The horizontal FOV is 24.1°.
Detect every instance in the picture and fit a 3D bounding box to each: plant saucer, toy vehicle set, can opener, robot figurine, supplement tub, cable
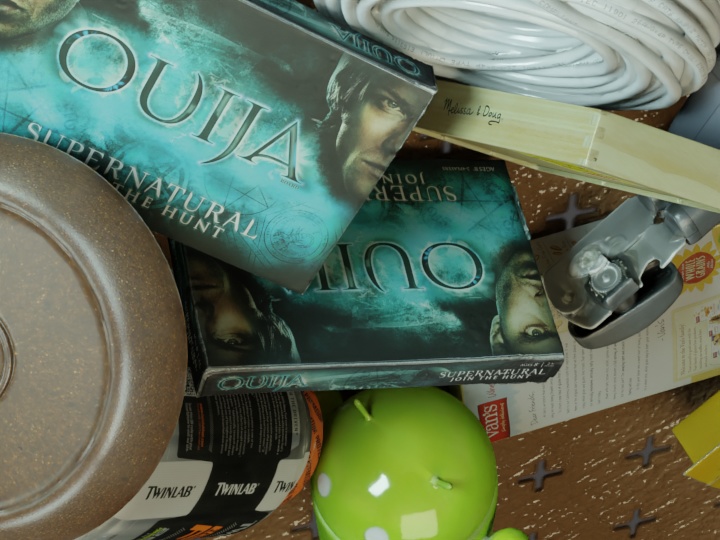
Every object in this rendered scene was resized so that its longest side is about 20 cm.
[{"bbox_3d":[-0.179,0.037,0.777,0.200,0.201,0.034,-37,178,15],"label":"plant saucer"},{"bbox_3d":[0.105,-0.065,0.862,0.124,0.200,0.027,14,94,-32],"label":"toy vehicle set"},{"bbox_3d":[0.195,-0.034,0.997,0.200,0.053,0.067,-41,139,1],"label":"can opener"},{"bbox_3d":[0.028,0.142,1.059,0.116,0.175,0.200,-46,161,-18],"label":"robot figurine"},{"bbox_3d":[-0.110,0.089,0.937,0.122,0.123,0.200,-42,157,20],"label":"supplement tub"},{"bbox_3d":[0.071,-0.133,0.794,0.199,0.200,0.070,17,81,-26],"label":"cable"}]

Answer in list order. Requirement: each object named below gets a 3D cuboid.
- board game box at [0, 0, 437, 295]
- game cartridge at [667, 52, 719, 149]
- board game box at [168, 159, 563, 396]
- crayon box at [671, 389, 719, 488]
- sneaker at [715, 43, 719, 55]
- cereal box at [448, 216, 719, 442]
[{"bbox_3d":[-0.082,-0.080,0.794,0.199,0.028,0.135,23,122,-19],"label":"board game box"},{"bbox_3d":[0.217,-0.113,0.870,0.133,0.041,0.200,-41,170,-9],"label":"game cartridge"},{"bbox_3d":[0.000,0.000,0.908,0.199,0.136,0.028,-1,146,-20],"label":"board game box"},{"bbox_3d":[0.301,0.100,1.159,0.127,0.051,0.200,-42,147,20],"label":"crayon box"},{"bbox_3d":[0.155,-0.195,0.840,0.114,0.081,0.200,5,139,-6],"label":"sneaker"},{"bbox_3d":[0.150,0.031,1.073,0.199,0.040,0.144,-15,136,-6],"label":"cereal box"}]
